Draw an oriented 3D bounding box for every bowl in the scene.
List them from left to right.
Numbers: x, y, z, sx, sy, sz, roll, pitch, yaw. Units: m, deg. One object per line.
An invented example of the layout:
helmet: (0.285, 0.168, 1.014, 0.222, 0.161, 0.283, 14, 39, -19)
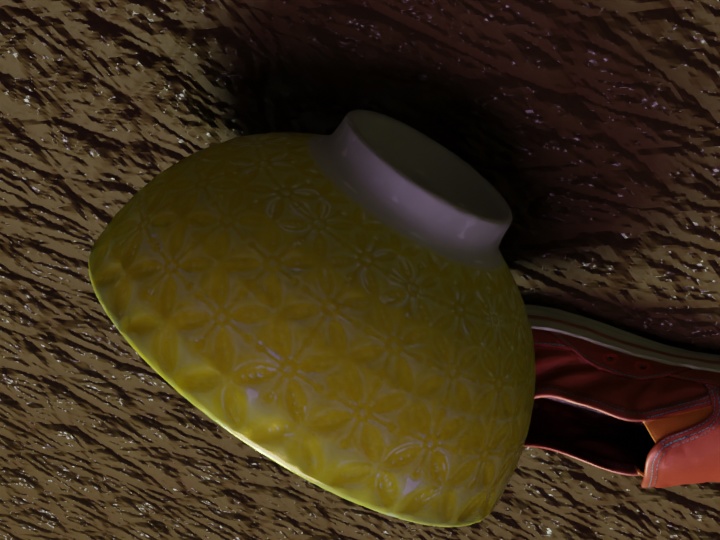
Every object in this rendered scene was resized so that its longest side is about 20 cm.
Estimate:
bowl: (0.000, 0.000, 1.064, 0.200, 0.200, 0.108, 29, 107, -12)

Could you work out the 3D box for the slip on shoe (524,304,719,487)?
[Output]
slip on shoe: (0.144, 0.071, 1.154, 0.199, 0.061, 0.074, 15, 148, 10)
